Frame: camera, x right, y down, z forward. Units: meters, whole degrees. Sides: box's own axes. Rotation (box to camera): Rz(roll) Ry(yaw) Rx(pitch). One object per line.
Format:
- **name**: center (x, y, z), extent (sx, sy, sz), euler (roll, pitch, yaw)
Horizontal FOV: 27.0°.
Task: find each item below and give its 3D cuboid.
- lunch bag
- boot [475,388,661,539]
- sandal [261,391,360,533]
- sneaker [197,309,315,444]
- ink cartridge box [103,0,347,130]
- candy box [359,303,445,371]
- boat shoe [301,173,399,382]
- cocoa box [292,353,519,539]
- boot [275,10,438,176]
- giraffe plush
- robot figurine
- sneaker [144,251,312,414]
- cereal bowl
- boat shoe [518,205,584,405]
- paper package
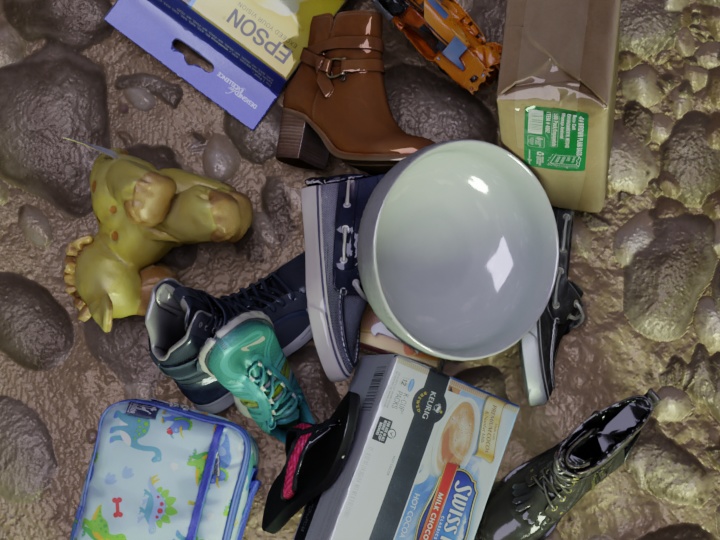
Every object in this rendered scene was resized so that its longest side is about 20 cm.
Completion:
- **lunch bag**: center (-0.185, 0.228, 1.429), extent (0.159, 0.082, 0.202), euler (15, 81, 7)
- **boot**: center (0.181, 0.181, 1.355), extent (0.200, 0.174, 0.069), euler (-41, 77, -5)
- **sandal**: center (-0.057, 0.178, 1.378), extent (0.045, 0.200, 0.076), euler (25, 44, -15)
- **sneaker**: center (-0.086, 0.103, 1.385), extent (0.077, 0.200, 0.080), euler (-40, 57, -6)
- **ink cartridge box**: center (-0.129, -0.284, 1.539), extent (0.197, 0.047, 0.201), euler (36, 80, -2)
- **candy box**: center (0.055, -0.010, 1.471), extent (0.114, 0.055, 0.202), euler (17, 80, 12)
- **boat shoe**: center (0.000, 0.000, 1.408), extent (0.092, 0.075, 0.202), euler (-10, 74, 13)
- **cocoa box**: center (0.039, 0.193, 1.373), extent (0.130, 0.133, 0.202), euler (23, 80, -12)
- **boot**: center (0.009, -0.172, 1.460), extent (0.199, 0.076, 0.157), euler (9, 83, 43)
- **giraffe plush**: center (-0.219, -0.023, 1.460), extent (0.198, 0.173, 0.164), euler (19, 97, 5)
- **robot figurine**: center (0.062, -0.261, 1.485), extent (0.200, 0.145, 0.058), euler (46, 107, 1)
- **sneaker**: center (-0.114, 0.032, 1.428), extent (0.202, 0.146, 0.077), euler (-46, 51, -7)
- **cereal bowl**: center (0.079, -0.019, 1.373), extent (0.198, 0.083, 0.202), euler (0, 90, -29)
- **boat shoe**: center (0.183, 0.029, 1.443), extent (0.063, 0.071, 0.202), euler (-1, 76, 6)
- **paper package**: center (0.189, -0.182, 1.406), extent (0.102, 0.200, 0.192), euler (4, 66, 9)
